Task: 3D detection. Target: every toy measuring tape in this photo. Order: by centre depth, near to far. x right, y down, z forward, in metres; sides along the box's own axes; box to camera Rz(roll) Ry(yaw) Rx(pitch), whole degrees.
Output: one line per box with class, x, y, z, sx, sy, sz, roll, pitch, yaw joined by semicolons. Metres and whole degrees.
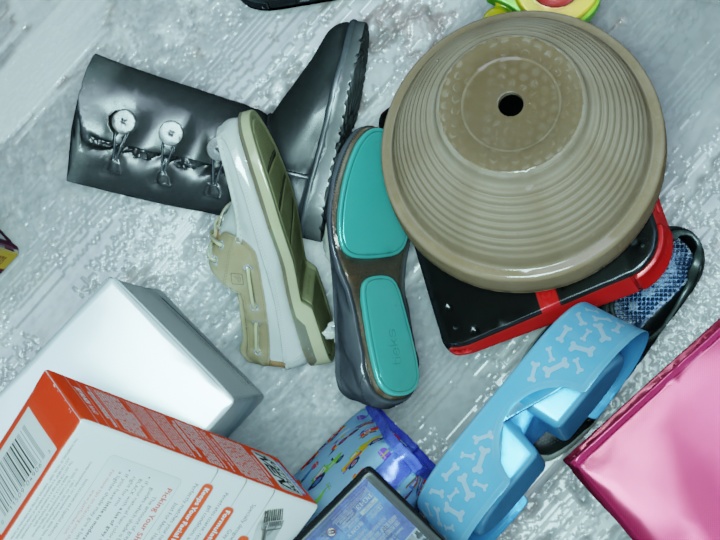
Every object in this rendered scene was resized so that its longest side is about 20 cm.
toy measuring tape;0.169;-0.231;1.423;0.200;0.074;0.074;-43;85;0

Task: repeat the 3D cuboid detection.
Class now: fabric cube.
fabric cube;0.273;0.141;1.329;0.196;0.200;0.200;-42;83;1

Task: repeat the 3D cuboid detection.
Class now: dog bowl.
dog bowl;0.113;0.105;1.322;0.049;0.111;0.200;40;87;17

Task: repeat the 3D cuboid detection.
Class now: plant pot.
plant pot;0.107;-0.094;1.331;0.199;0.093;0.203;-3;72;9

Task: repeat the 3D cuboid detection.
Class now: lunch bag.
lunch bag;-0.017;0.173;1.342;0.094;0.200;0.151;43;90;5

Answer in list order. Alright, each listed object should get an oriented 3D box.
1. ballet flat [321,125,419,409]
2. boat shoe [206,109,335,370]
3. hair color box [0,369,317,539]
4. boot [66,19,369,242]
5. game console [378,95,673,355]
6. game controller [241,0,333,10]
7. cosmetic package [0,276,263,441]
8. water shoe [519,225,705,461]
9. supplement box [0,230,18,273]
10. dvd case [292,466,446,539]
ballet flat;0.000;0.000;1.403;0.072;0.073;0.202;-6;81;3
boat shoe;-0.075;-0.014;1.386;0.068;0.075;0.201;-10;117;11
hair color box;-0.136;0.148;1.216;0.111;0.199;0.064;-56;41;9
boot;-0.105;-0.122;1.435;0.198;0.066;0.166;14;89;8
game console;0.116;-0.058;1.400;0.176;0.031;0.202;-23;67;16
game controller;-0.002;-0.255;1.454;0.198;0.042;0.105;-9;72;2
cosmetic package;-0.182;0.119;1.355;0.123;0.200;0.199;44;90;5
water shoe;0.169;0.047;1.399;0.071;0.079;0.201;36;89;5
supplement box;-0.359;0.017;1.406;0.200;0.131;0.103;-45;85;1
dvd case;0.026;0.241;1.243;0.200;0.018;0.143;44;93;-8
